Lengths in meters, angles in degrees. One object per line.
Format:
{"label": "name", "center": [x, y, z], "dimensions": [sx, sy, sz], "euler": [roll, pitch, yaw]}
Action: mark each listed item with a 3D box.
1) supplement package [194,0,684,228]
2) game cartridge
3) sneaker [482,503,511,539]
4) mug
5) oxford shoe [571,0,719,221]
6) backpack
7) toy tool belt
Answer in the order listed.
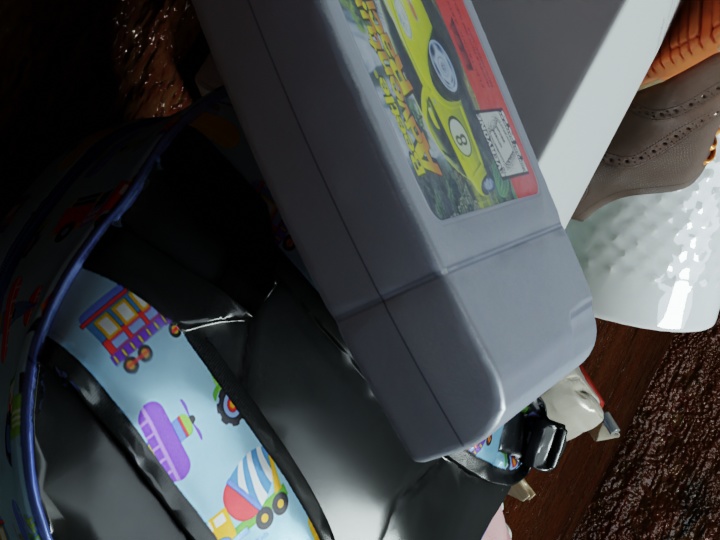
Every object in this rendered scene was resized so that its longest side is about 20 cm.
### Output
{"label": "supplement package", "center": [0.046, -0.101, 0.608], "dimensions": [0.201, 0.119, 0.121], "euler": [-61, 167, -15]}
{"label": "game cartridge", "center": [0.004, -0.054, 0.454], "dimensions": [0.041, 0.202, 0.133], "euler": [-23, 179, 25]}
{"label": "sneaker", "center": [0.064, 0.154, 0.936], "dimensions": [0.200, 0.075, 0.105], "euler": [46, 44, -36]}
{"label": "mug", "center": [0.154, -0.070, 1.027], "dimensions": [0.199, 0.147, 0.177], "euler": [0, 108, -42]}
{"label": "oxford shoe", "center": [0.135, -0.081, 0.711], "dimensions": [0.199, 0.073, 0.072], "euler": [-31, -147, 48]}
{"label": "backpack", "center": [-0.049, 0.046, 0.501], "dimensions": [0.183, 0.133, 0.201], "euler": [-57, 136, -28]}
{"label": "toy tool belt", "center": [0.101, 0.098, 1.180], "dimensions": [0.122, 0.126, 0.200], "euler": [-33, 163, 7]}
